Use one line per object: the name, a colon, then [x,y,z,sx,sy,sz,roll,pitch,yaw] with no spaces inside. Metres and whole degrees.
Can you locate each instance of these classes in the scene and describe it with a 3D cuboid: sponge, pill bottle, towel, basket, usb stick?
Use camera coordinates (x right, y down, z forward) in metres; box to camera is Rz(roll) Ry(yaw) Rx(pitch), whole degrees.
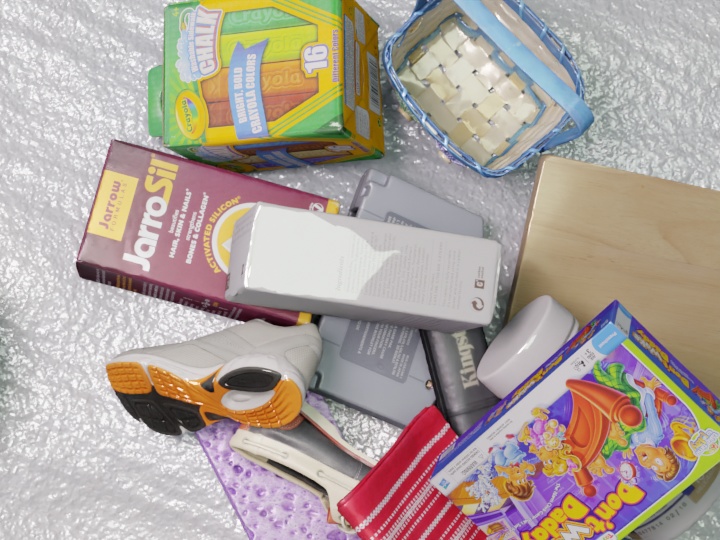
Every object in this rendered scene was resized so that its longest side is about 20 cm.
sponge: [-0.057,0.180,1.267,0.111,0.030,0.201,-27,87,-13]
pill bottle: [0.197,0.119,1.220,0.200,0.120,0.120,41,77,-8]
towel: [0.083,0.217,1.184,0.200,0.022,0.145,49,46,1]
basket: [0.108,-0.163,1.259,0.139,0.200,0.176,-44,89,-13]
usb stick: [0.083,0.073,1.266,0.055,0.033,0.201,-14,88,-4]

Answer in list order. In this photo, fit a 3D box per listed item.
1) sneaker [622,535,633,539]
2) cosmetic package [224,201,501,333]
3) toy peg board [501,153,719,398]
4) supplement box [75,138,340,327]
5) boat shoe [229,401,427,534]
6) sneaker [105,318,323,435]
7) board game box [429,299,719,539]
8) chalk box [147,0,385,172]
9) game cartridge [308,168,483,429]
sneaker: [0.180,0.266,1.268,0.199,0.081,0.116,28,76,-6]
cosmetic package: [0.000,0.000,1.184,0.199,0.102,0.074,10,81,-14]
toy peg board: [0.226,0.013,1.321,0.199,0.098,0.200,11,95,-7]
supplement box: [-0.129,-0.026,1.258,0.199,0.086,0.111,15,79,-7]
boat shoe: [-0.015,0.178,1.222,0.200,0.071,0.063,38,64,2]
sneaker: [-0.116,0.081,1.229,0.092,0.199,0.076,-53,134,-47]
board game box: [0.170,0.138,1.142,0.134,0.045,0.200,43,115,-4]
chalk box: [-0.092,-0.154,1.248,0.199,0.124,0.126,-5,81,16]
game cartridge: [0.032,0.028,1.289,0.133,0.040,0.201,23,76,-14]
